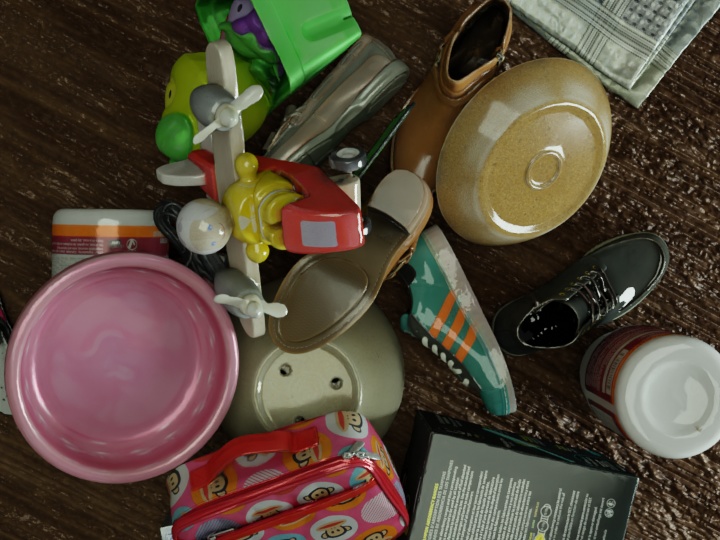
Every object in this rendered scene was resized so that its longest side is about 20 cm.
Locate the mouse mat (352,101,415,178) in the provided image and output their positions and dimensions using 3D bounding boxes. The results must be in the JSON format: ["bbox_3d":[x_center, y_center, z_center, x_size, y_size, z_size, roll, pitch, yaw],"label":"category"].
[{"bbox_3d":[-0.005,-0.085,1.207,0.008,0.200,0.161,36,91,-3],"label":"mouse mat"}]

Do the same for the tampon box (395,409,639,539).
[{"bbox_3d":[0.141,0.225,1.249,0.198,0.150,0.127,13,91,-3],"label":"tampon box"}]

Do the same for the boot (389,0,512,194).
[{"bbox_3d":[0.089,-0.163,1.230,0.076,0.155,0.201,31,90,-2],"label":"boot"}]

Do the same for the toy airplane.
[{"bbox_3d":[-0.103,-0.060,1.064,0.141,0.199,0.201,-32,84,-41],"label":"toy airplane"}]

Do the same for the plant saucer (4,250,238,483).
[{"bbox_3d":[-0.205,0.080,1.116,0.199,0.051,0.202,-5,103,-20],"label":"plant saucer"}]

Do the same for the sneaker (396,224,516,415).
[{"bbox_3d":[0.085,0.060,1.285,0.080,0.071,0.201,-26,85,-1],"label":"sneaker"}]

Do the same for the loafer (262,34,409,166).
[{"bbox_3d":[-0.042,-0.150,1.275,0.200,0.072,0.063,-42,80,-7],"label":"loafer"}]

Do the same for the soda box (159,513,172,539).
[{"bbox_3d":[-0.093,0.256,1.280,0.198,0.068,0.064,-12,91,-3],"label":"soda box"}]

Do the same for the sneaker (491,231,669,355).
[{"bbox_3d":[0.229,0.027,1.266,0.199,0.106,0.075,-31,93,-6],"label":"sneaker"}]

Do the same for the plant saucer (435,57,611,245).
[{"bbox_3d":[0.166,-0.103,1.238,0.199,0.035,0.201,-16,128,-22],"label":"plant saucer"}]

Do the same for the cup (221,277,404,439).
[{"bbox_3d":[-0.051,0.108,1.240,0.199,0.143,0.202,0,92,-3],"label":"cup"}]

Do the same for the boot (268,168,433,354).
[{"bbox_3d":[0.000,0.000,1.192,0.074,0.155,0.200,42,88,7],"label":"boot"}]

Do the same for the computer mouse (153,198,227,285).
[{"bbox_3d":[-0.212,0.037,1.156,0.200,0.044,0.110,-40,113,-10],"label":"computer mouse"}]

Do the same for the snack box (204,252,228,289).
[{"bbox_3d":[-0.163,0.081,1.269,0.024,0.072,0.202,13,91,-3],"label":"snack box"}]

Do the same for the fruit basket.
[{"bbox_3d":[-0.117,-0.194,1.197,0.214,0.216,0.156,-25,93,-2],"label":"fruit basket"}]

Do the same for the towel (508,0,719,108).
[{"bbox_3d":[0.260,-0.295,1.295,0.199,0.035,0.193,36,90,-4],"label":"towel"}]

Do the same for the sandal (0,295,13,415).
[{"bbox_3d":[-0.378,0.051,1.271,0.075,0.045,0.201,-33,93,-1],"label":"sandal"}]

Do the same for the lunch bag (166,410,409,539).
[{"bbox_3d":[-0.067,0.199,1.154,0.199,0.177,0.082,-21,49,7],"label":"lunch bag"}]

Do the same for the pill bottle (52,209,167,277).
[{"bbox_3d":[-0.239,0.043,1.238,0.109,0.110,0.202,1,92,-3],"label":"pill bottle"}]

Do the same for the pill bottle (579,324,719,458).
[{"bbox_3d":[0.272,0.108,1.226,0.109,0.200,0.111,0,92,-2],"label":"pill bottle"}]
